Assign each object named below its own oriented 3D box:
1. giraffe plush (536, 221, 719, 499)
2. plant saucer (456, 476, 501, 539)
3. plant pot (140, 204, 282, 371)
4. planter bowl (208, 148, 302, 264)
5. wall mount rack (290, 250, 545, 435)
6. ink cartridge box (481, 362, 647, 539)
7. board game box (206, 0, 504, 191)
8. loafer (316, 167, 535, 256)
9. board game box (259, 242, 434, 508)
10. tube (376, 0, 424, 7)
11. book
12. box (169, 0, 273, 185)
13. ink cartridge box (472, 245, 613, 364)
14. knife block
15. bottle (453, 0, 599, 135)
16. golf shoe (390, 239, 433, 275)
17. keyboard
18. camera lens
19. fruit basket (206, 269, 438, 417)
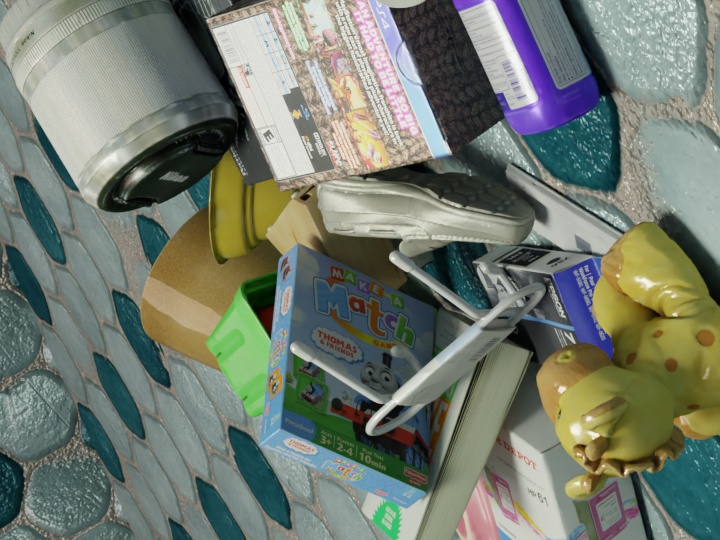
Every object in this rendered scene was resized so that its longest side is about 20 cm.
[{"bbox_3d":[0.202,0.086,1.466,0.200,0.162,0.173,31,149,52],"label":"giraffe plush"},{"bbox_3d":[0.102,0.194,1.974,0.201,0.051,0.201,158,90,-83],"label":"plant saucer"},{"bbox_3d":[-0.107,0.050,2.217,0.200,0.186,0.186,34,149,27],"label":"plant pot"},{"bbox_3d":[-0.088,-0.100,2.013,0.200,0.083,0.201,7,-90,-83],"label":"planter bowl"},{"bbox_3d":[0.047,0.051,1.633,0.075,0.200,0.174,55,-156,19],"label":"wall mount rack"},{"bbox_3d":[0.176,0.195,1.807,0.145,0.085,0.200,33,145,56],"label":"ink cartridge box"},{"bbox_3d":[-0.001,-0.168,1.638,0.200,0.097,0.160,-9,110,44],"label":"board game box"},{"bbox_3d":[0.055,-0.046,1.699,0.200,0.070,0.070,13,119,30],"label":"loafer"},{"bbox_3d":[-0.008,0.089,1.738,0.037,0.151,0.200,-42,33,40],"label":"board game box"},{"bbox_3d":[0.025,-0.290,1.511,0.058,0.052,0.200,-31,51,35],"label":"tube"},{"bbox_3d":[0.070,0.143,1.776,0.200,0.048,0.134,-70,22,4],"label":"book"},{"bbox_3d":[-0.070,-0.197,1.843,0.200,0.124,0.197,64,162,-6],"label":"box"},{"bbox_3d":[0.165,0.033,1.676,0.100,0.039,0.200,65,162,-12],"label":"ink cartridge box"},{"bbox_3d":[0.000,0.000,1.843,0.176,0.064,0.200,47,161,1],"label":"knife block"},{"bbox_3d":[0.106,-0.200,1.481,0.200,0.065,0.084,65,165,-7],"label":"bottle"},{"bbox_3d":[0.006,-0.031,1.952,0.097,0.078,0.200,59,162,-10],"label":"golf shoe"},{"bbox_3d":[0.179,-0.027,1.619,0.200,0.011,0.056,38,155,49],"label":"keyboard"},{"bbox_3d":[-0.217,-0.166,1.831,0.200,0.160,0.160,58,160,12],"label":"camera lens"},{"bbox_3d":[-0.020,0.053,2.010,0.156,0.215,0.216,58,160,7],"label":"fruit basket"}]
